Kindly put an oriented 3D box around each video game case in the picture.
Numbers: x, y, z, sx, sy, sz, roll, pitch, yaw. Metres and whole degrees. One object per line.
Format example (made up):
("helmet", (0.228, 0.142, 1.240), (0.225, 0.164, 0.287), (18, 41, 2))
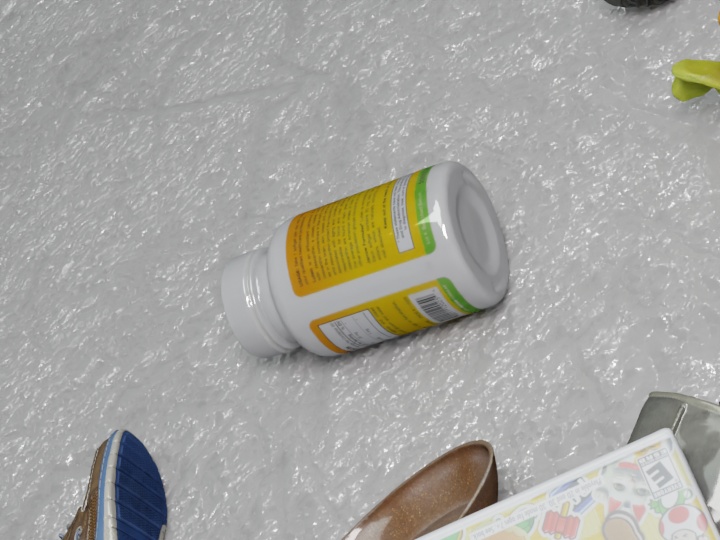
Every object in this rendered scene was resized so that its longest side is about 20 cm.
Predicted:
("video game case", (0.113, 0.206, 0.888), (0.199, 0.023, 0.182), (-25, 62, 9))

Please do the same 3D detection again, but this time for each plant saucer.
("plant saucer", (0.022, 0.191, 1.046), (0.200, 0.037, 0.200), (-44, 6, 6))

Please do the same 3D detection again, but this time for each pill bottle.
("pill bottle", (0.000, 0.000, 1.229), (0.199, 0.111, 0.111), (-19, 45, 24))

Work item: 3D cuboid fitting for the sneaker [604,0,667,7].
("sneaker", (0.260, -0.287, 1.327), (0.200, 0.070, 0.090), (-43, 25, -2))

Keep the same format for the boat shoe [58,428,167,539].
("boat shoe", (-0.194, 0.209, 1.225), (0.072, 0.072, 0.200), (-24, 43, 21))

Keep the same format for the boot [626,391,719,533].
("boot", (0.137, 0.162, 0.947), (0.181, 0.073, 0.201), (14, 80, 30))

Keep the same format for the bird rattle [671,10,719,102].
("bird rattle", (0.305, -0.189, 1.135), (0.113, 0.163, 0.200), (35, 88, 30))

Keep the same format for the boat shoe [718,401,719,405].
("boat shoe", (0.292, 0.095, 0.948), (0.199, 0.074, 0.066), (14, 75, 54))
